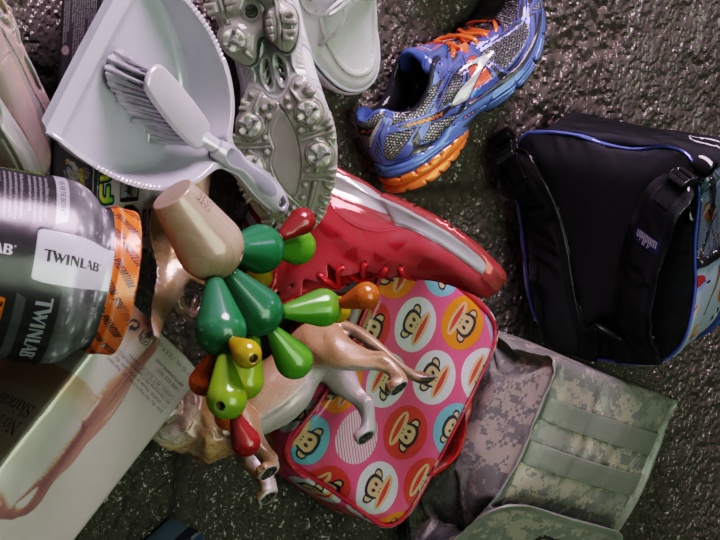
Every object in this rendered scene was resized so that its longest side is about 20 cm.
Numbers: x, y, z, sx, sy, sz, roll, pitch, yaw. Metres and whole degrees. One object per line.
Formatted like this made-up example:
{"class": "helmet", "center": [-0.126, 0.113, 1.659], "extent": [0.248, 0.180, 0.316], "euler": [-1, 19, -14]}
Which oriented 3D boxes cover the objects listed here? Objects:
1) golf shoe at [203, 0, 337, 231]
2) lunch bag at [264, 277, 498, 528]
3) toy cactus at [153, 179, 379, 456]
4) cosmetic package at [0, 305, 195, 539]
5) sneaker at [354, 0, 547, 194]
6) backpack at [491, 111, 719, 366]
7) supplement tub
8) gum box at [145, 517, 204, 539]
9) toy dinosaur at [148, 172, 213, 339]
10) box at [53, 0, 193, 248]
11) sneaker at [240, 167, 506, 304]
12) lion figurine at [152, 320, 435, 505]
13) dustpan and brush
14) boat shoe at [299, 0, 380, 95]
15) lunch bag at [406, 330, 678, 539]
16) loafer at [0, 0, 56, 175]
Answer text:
{"class": "golf shoe", "center": [-0.054, -0.128, 1.565], "extent": [0.097, 0.078, 0.200], "euler": [-58, 140, -75]}
{"class": "lunch bag", "center": [0.020, 0.091, 1.682], "extent": [0.176, 0.082, 0.200], "euler": [39, 75, -37]}
{"class": "toy cactus", "center": [-0.075, 0.012, 1.462], "extent": [0.165, 0.102, 0.200], "euler": [55, 43, -25]}
{"class": "cosmetic package", "center": [-0.216, 0.113, 1.489], "extent": [0.200, 0.103, 0.087], "euler": [-54, 125, -18]}
{"class": "sneaker", "center": [0.071, -0.152, 1.677], "extent": [0.200, 0.075, 0.078], "euler": [-53, 123, -19]}
{"class": "backpack", "center": [0.215, -0.024, 1.758], "extent": [0.154, 0.200, 0.191], "euler": [-15, 113, -49]}
{"class": "supplement tub", "center": [-0.246, -0.008, 1.388], "extent": [0.200, 0.123, 0.123], "euler": [10, 94, -16]}
{"class": "gum box", "center": [-0.149, 0.314, 1.622], "extent": [0.170, 0.045, 0.200], "euler": [-40, 122, -24]}
{"class": "toy dinosaur", "center": [-0.123, -0.002, 1.522], "extent": [0.101, 0.058, 0.200], "euler": [58, 33, -40]}
{"class": "box", "center": [-0.162, -0.114, 1.500], "extent": [0.110, 0.035, 0.200], "euler": [-10, 107, -60]}
{"class": "sneaker", "center": [0.000, 0.000, 1.593], "extent": [0.116, 0.200, 0.078], "euler": [-60, 157, -4]}
{"class": "lion figurine", "center": [-0.059, 0.085, 1.576], "extent": [0.200, 0.123, 0.072], "euler": [-28, 151, -14]}
{"class": "dustpan and brush", "center": [-0.114, -0.095, 1.479], "extent": [0.200, 0.057, 0.140], "euler": [49, 59, -49]}
{"class": "boat shoe", "center": [-0.014, -0.218, 1.584], "extent": [0.075, 0.086, 0.202], "euler": [-30, 116, -30]}
{"class": "lunch bag", "center": [0.141, 0.166, 1.775], "extent": [0.164, 0.118, 0.200], "euler": [21, 93, -40]}
{"class": "loafer", "center": [-0.249, -0.141, 1.438], "extent": [0.063, 0.072, 0.200], "euler": [-50, 134, -41]}
